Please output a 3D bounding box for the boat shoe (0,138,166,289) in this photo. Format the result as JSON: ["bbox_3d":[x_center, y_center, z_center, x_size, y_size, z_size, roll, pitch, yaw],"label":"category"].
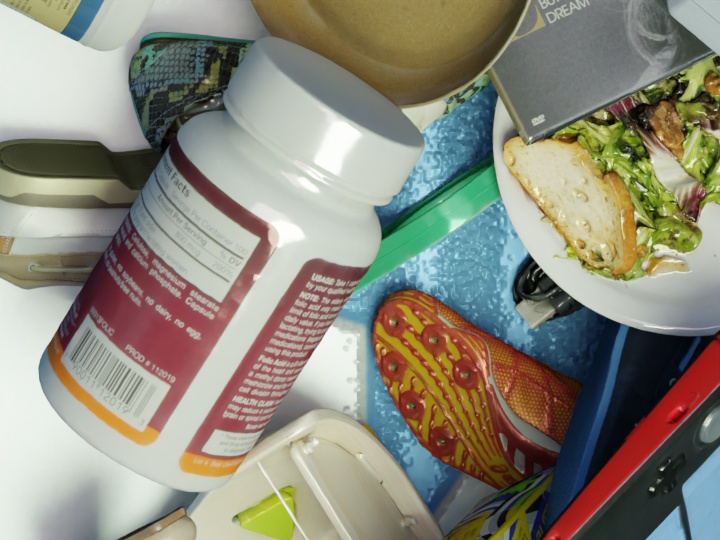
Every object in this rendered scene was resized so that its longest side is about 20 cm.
[{"bbox_3d":[-0.097,-0.022,1.261,0.199,0.075,0.069,6,115,-12],"label":"boat shoe"}]

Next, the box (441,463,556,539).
[{"bbox_3d":[0.061,0.167,1.195,0.064,0.200,0.070,-29,93,31],"label":"box"}]

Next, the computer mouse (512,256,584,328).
[{"bbox_3d":[0.188,0.045,1.320,0.138,0.053,0.200,-37,101,-4],"label":"computer mouse"}]

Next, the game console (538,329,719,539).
[{"bbox_3d":[0.157,0.129,1.180,0.031,0.200,0.177,30,67,31],"label":"game console"}]

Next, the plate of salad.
[{"bbox_3d":[0.166,-0.068,1.217,0.199,0.048,0.201,-1,81,5],"label":"plate of salad"}]

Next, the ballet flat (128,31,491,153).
[{"bbox_3d":[-0.020,-0.086,1.258,0.199,0.074,0.075,-2,97,-1],"label":"ballet flat"}]

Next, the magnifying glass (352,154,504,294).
[{"bbox_3d":[0.000,0.000,1.279,0.199,0.080,0.022,-33,96,6],"label":"magnifying glass"}]

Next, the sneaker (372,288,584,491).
[{"bbox_3d":[0.089,0.081,1.308,0.200,0.077,0.073,40,124,1],"label":"sneaker"}]

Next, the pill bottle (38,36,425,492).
[{"bbox_3d":[-0.061,-0.004,1.172,0.114,0.114,0.200,30,105,-11],"label":"pill bottle"}]

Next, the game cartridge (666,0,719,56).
[{"bbox_3d":[0.203,-0.173,1.192,0.133,0.040,0.201,32,46,-22],"label":"game cartridge"}]

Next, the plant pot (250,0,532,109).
[{"bbox_3d":[0.015,-0.180,1.175,0.027,0.199,0.201,-19,102,-47],"label":"plant pot"}]

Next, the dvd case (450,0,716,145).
[{"bbox_3d":[0.102,-0.181,1.201,0.148,0.016,0.201,-25,82,-10],"label":"dvd case"}]

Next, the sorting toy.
[{"bbox_3d":[-0.040,0.187,1.282,0.179,0.107,0.201,-30,97,15],"label":"sorting toy"}]

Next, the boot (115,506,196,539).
[{"bbox_3d":[-0.112,0.214,1.235,0.070,0.200,0.147,-21,82,-36],"label":"boot"}]

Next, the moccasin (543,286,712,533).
[{"bbox_3d":[0.148,0.069,1.224,0.068,0.081,0.201,25,58,-2],"label":"moccasin"}]

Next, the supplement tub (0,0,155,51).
[{"bbox_3d":[-0.176,-0.210,1.182,0.199,0.145,0.145,26,92,-12],"label":"supplement tub"}]
